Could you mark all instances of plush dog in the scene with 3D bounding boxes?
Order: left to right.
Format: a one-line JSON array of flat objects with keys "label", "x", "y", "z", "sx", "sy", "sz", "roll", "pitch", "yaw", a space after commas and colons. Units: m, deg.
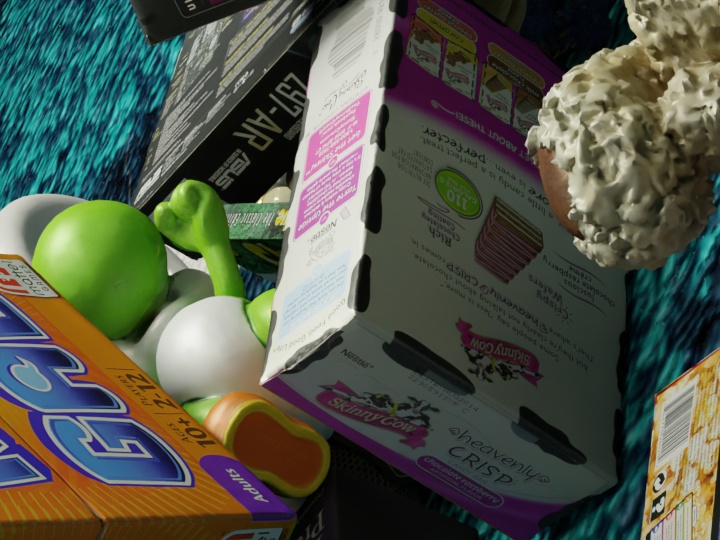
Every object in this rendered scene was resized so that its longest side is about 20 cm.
[{"label": "plush dog", "x": 0.161, "y": -0.096, "z": 1.023, "sx": 0.172, "sy": 0.160, "sz": 0.201, "roll": 16, "pitch": 109, "yaw": 56}]

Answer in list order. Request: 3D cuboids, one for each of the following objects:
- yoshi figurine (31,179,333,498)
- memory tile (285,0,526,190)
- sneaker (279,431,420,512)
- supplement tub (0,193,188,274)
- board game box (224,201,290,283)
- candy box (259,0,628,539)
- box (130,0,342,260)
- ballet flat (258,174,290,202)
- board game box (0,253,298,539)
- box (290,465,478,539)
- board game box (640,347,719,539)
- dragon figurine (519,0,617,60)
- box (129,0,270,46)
[{"label": "yoshi figurine", "x": -0.080, "y": 0.023, "z": 1.232, "sx": 0.200, "sy": 0.112, "sz": 0.113, "roll": 20, "pitch": 119, "yaw": 59}, {"label": "memory tile", "x": 0.031, "y": -0.122, "z": 1.343, "sx": 0.200, "sy": 0.017, "sz": 0.154, "roll": -32, "pitch": 32, "yaw": 56}, {"label": "sneaker", "x": -0.028, "y": 0.085, "z": 1.330, "sx": 0.199, "sy": 0.076, "sz": 0.115, "roll": -21, "pitch": 44, "yaw": 58}, {"label": "supplement tub", "x": -0.184, "y": 0.074, "z": 1.633, "sx": 0.200, "sy": 0.145, "sz": 0.145, "roll": -54, "pitch": 22, "yaw": 26}, {"label": "board game box", "x": 0.000, "y": 0.000, "z": 1.313, "sx": 0.024, "sy": 0.105, "sz": 0.200, "roll": -63, "pitch": 18, "yaw": -9}, {"label": "candy box", "x": 0.039, "y": -0.011, "z": 1.168, "sx": 0.061, "sy": 0.136, "sz": 0.201, "roll": -36, "pitch": 32, "yaw": 37}, {"label": "box", "x": -0.032, "y": -0.119, "z": 1.407, "sx": 0.200, "sy": 0.043, "sz": 0.161, "roll": -43, "pitch": 24, "yaw": 44}, {"label": "ballet flat", "x": -0.044, "y": -0.081, "z": 1.597, "sx": 0.066, "sy": 0.057, "sz": 0.201, "roll": -49, "pitch": 25, "yaw": 39}, {"label": "board game box", "x": -0.187, "y": 0.125, "z": 1.127, "sx": 0.200, "sy": 0.199, "sz": 0.201, "roll": 39, "pitch": 115, "yaw": 38}, {"label": "box", "x": -0.030, "y": 0.202, "z": 1.186, "sx": 0.200, "sy": 0.079, "sz": 0.141, "roll": -54, "pitch": 25, "yaw": 28}, {"label": "board game box", "x": 0.159, "y": 0.064, "z": 0.912, "sx": 0.200, "sy": 0.046, "sz": 0.152, "roll": -42, "pitch": 29, "yaw": 47}, {"label": "dragon figurine", "x": 0.042, "y": -0.068, "z": 1.350, "sx": 0.200, "sy": 0.059, "sz": 0.100, "roll": -54, "pitch": 19, "yaw": 18}, {"label": "box", "x": -0.010, "y": -0.200, "z": 1.230, "sx": 0.199, "sy": 0.125, "sz": 0.149, "roll": -19, "pitch": 17, "yaw": 21}]
